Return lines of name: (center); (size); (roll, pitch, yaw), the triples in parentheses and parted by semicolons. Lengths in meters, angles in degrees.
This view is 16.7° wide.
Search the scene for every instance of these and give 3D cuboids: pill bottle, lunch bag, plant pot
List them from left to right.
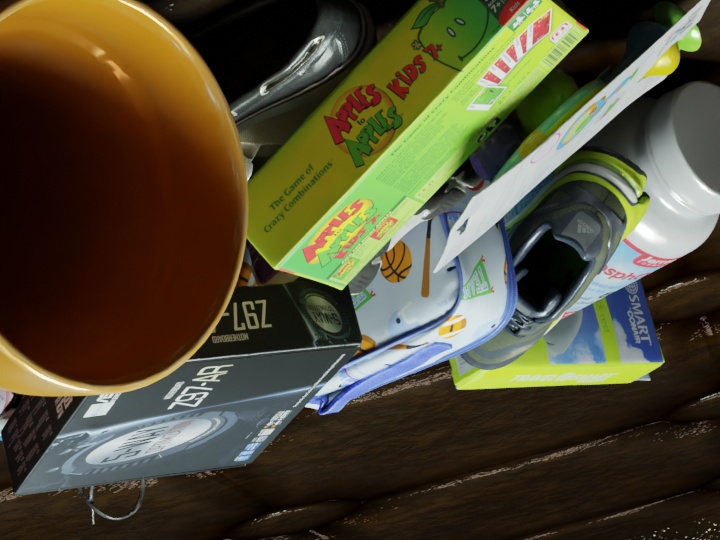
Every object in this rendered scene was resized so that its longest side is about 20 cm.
plant pot: (-0.190, -0.032, 1.255); (0.199, 0.202, 0.182); (3, 172, -45)
lunch bag: (0.000, 0.000, 1.532); (0.199, 0.161, 0.075); (-26, 159, 36)
pill bottle: (0.163, -0.046, 1.600); (0.108, 0.110, 0.200); (1, 159, -40)

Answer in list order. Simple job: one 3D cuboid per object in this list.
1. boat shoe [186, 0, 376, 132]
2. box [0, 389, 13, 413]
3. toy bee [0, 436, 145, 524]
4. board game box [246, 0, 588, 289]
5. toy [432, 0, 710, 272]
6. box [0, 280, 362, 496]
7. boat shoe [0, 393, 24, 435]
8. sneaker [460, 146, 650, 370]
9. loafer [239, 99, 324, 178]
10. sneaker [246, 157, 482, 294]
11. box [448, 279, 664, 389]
boat shoe: (-0.087, -0.100, 1.313); (0.199, 0.069, 0.057); (-26, 154, 20)
box: (-0.313, 0.057, 1.399); (0.199, 0.100, 0.096); (9, 136, 28)
toy bee: (-0.242, 0.083, 1.623); (0.130, 0.201, 0.108); (-23, -170, -26)
board game box: (0.026, -0.082, 1.316); (0.200, 0.048, 0.101); (-46, 160, 10)
toy: (0.111, -0.091, 1.402); (0.200, 0.047, 0.115); (-37, 168, -20)
box: (-0.108, 0.069, 1.437); (0.159, 0.044, 0.200); (-5, 157, -27)
boat shoe: (-0.222, 0.075, 1.520); (0.199, 0.071, 0.072); (0, -175, -2)
sneaker: (0.105, 0.004, 1.542); (0.081, 0.074, 0.200); (-52, 177, -42)
loafer: (-0.080, -0.072, 1.391); (0.198, 0.069, 0.076); (-15, 164, 6)
sneaker: (0.006, -0.064, 1.439); (0.200, 0.084, 0.081); (-42, 148, 10)
box: (0.139, 0.021, 1.784); (0.199, 0.123, 0.048); (0, 158, -40)
